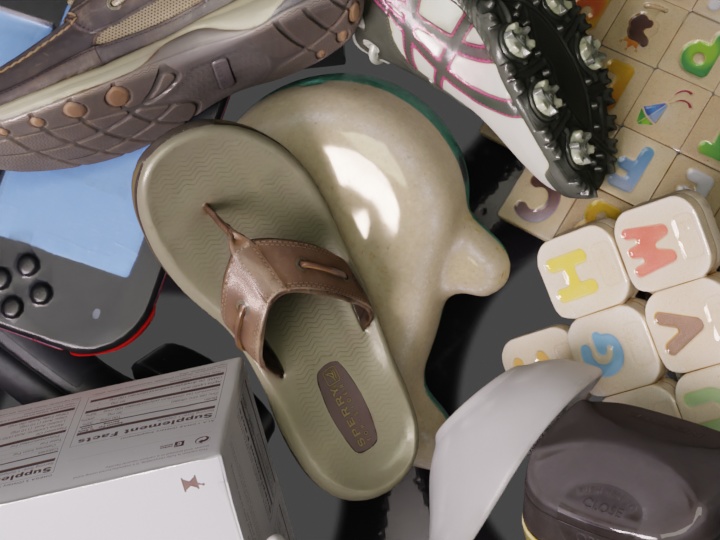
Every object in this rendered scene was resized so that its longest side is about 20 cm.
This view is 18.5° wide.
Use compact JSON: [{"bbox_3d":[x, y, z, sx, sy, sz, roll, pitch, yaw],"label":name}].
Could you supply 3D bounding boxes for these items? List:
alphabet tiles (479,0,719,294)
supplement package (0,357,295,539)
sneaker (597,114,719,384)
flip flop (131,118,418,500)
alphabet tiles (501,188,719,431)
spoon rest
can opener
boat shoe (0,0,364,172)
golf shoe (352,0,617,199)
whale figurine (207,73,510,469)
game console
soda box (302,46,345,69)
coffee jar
[{"bbox_3d":[0.157,-0.091,1.067,0.166,0.006,0.201,28,83,29],"label":"alphabet tiles"},{"bbox_3d":[-0.107,0.166,1.035,0.155,0.111,0.201,-13,109,7],"label":"supplement package"},{"bbox_3d":[0.164,0.010,1.061,0.070,0.076,0.201,-28,84,5],"label":"sneaker"},{"bbox_3d":[-0.031,0.020,0.997,0.081,0.058,0.201,-30,105,-9],"label":"flip flop"},{"bbox_3d":[0.152,0.068,1.026,0.195,0.015,0.201,-20,92,44],"label":"alphabet tiles"},{"bbox_3d":[0.040,0.103,0.994,0.199,0.099,0.061,-31,75,-35],"label":"spoon rest"},{"bbox_3d":[-0.143,0.059,1.117,0.199,0.079,0.064,28,129,12],"label":"can opener"},{"bbox_3d":[-0.098,-0.108,1.017,0.199,0.075,0.074,-22,68,-8],"label":"boat shoe"},{"bbox_3d":[0.049,-0.116,1.051,0.088,0.077,0.201,-26,101,41],"label":"golf shoe"},{"bbox_3d":[0.000,0.000,1.086,0.158,0.104,0.201,-8,109,17],"label":"whale figurine"},{"bbox_3d":[-0.156,-0.073,1.055,0.176,0.031,0.201,19,82,3],"label":"game console"},{"bbox_3d":[-0.110,-0.129,1.114,0.198,0.063,0.071,-5,87,8],"label":"soda box"},{"bbox_3d":[0.130,0.157,0.998,0.104,0.085,0.201,16,128,32],"label":"coffee jar"}]
